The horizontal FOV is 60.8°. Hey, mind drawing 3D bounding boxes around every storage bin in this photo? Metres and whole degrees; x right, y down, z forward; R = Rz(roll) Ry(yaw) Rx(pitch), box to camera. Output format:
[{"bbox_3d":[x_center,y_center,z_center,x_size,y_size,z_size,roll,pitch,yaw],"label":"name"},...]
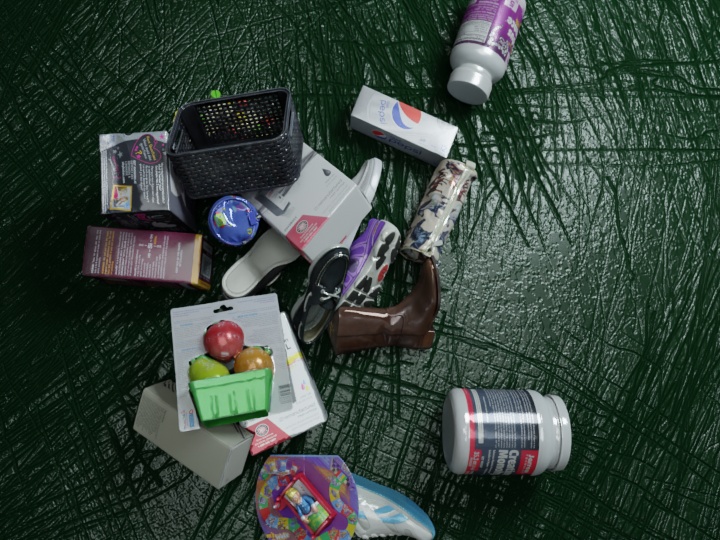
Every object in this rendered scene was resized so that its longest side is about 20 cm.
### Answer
[{"bbox_3d":[-0.199,-0.206,0.995,0.194,0.095,0.138,-7,49,8],"label":"storage bin"}]

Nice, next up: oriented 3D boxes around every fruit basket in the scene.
[{"bbox_3d":[-0.212,0.147,1.004,0.180,0.094,0.204,-9,62,-10],"label":"fruit basket"}]

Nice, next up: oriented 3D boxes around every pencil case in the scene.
[{"bbox_3d":[-0.219,-0.087,1.052,0.084,0.200,0.080,-7,98,-14],"label":"pencil case"},{"bbox_3d":[0.146,-0.108,1.125,0.077,0.089,0.204,30,80,-29],"label":"pencil case"}]

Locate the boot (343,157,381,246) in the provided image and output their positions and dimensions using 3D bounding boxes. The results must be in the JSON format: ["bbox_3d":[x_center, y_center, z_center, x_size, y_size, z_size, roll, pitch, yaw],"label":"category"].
[{"bbox_3d":[-0.037,-0.129,1.119,0.094,0.073,0.204,25,83,-16],"label":"boot"}]

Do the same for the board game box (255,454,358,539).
[{"bbox_3d":[-0.100,0.399,1.040,0.194,0.039,0.163,-5,84,19],"label":"board game box"}]

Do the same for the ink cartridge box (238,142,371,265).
[{"bbox_3d":[-0.101,-0.126,1.055,0.146,0.085,0.199,-48,59,-3],"label":"ink cartridge box"}]

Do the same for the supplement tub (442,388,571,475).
[{"bbox_3d":[0.246,0.278,1.058,0.194,0.140,0.145,2,83,-2],"label":"supplement tub"}]

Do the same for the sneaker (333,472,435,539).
[{"bbox_3d":[0.034,0.426,1.067,0.196,0.076,0.083,22,89,7],"label":"sneaker"}]

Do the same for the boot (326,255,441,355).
[{"bbox_3d":[0.037,0.064,1.074,0.194,0.065,0.191,0,113,-8],"label":"boot"}]

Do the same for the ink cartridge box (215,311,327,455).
[{"bbox_3d":[-0.159,0.193,1.075,0.143,0.083,0.204,-23,85,-5],"label":"ink cartridge box"}]

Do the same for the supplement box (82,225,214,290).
[{"bbox_3d":[-0.367,-0.019,1.077,0.194,0.110,0.088,4,82,-3],"label":"supplement box"}]

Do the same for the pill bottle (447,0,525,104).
[{"bbox_3d":[0.233,-0.425,1.158,0.110,0.112,0.205,20,83,0],"label":"pill bottle"}]

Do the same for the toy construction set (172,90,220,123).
[{"bbox_3d":[-0.231,-0.244,1.121,0.200,0.092,0.132,44,58,-5],"label":"toy construction set"}]

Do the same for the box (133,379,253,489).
[{"bbox_3d":[-0.281,0.269,1.027,0.197,0.068,0.084,27,105,20],"label":"box"}]

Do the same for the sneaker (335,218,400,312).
[{"bbox_3d":[0.000,0.000,1.124,0.083,0.080,0.203,31,90,38],"label":"sneaker"}]

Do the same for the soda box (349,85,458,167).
[{"bbox_3d":[0.079,-0.269,1.153,0.196,0.068,0.065,24,82,1],"label":"soda box"}]

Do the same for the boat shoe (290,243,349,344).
[{"bbox_3d":[-0.061,0.044,1.041,0.074,0.202,0.061,0,45,-27],"label":"boat shoe"}]

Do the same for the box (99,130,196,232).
[{"bbox_3d":[-0.354,-0.142,1.047,0.111,0.200,0.136,-4,83,-4],"label":"box"}]

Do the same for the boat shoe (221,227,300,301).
[{"bbox_3d":[-0.171,-0.012,1.109,0.074,0.060,0.200,42,62,3],"label":"boat shoe"}]
